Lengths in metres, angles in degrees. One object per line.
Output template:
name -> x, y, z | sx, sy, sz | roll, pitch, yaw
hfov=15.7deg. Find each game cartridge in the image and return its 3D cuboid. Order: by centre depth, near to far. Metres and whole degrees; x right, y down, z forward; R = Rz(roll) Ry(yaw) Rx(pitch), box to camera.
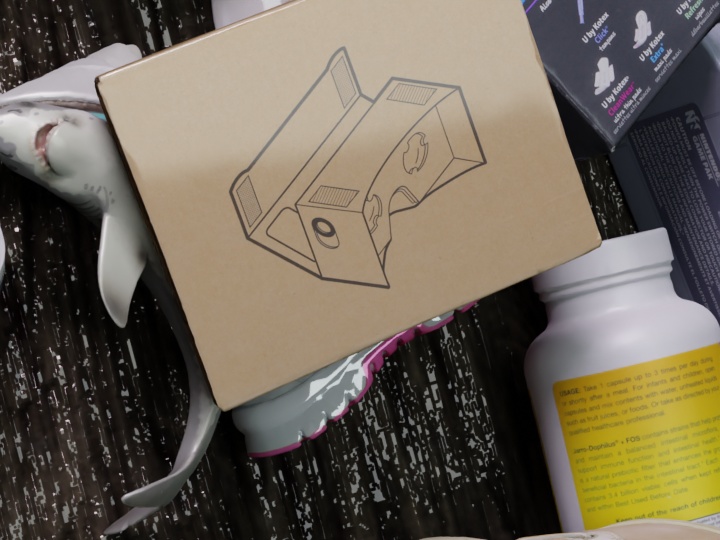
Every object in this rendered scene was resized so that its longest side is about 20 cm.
game cartridge -> 0.197, -0.026, 1.358 | 0.041, 0.133, 0.200 | -24, 94, -26

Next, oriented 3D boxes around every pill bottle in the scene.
pill bottle -> 0.144, 0.083, 1.333 | 0.104, 0.104, 0.201 | -13, 89, -27

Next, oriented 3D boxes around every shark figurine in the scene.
shark figurine -> -0.100, 0.009, 1.235 | 0.128, 0.089, 0.215 | -23, 104, -28

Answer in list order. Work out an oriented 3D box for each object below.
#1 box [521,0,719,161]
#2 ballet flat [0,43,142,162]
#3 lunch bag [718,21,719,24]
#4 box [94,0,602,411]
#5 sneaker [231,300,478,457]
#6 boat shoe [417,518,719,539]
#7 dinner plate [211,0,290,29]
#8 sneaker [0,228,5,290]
box -> 0.061, -0.156, 1.289 | 0.200, 0.122, 0.106 | 46, 68, -15
ballet flat -> -0.094, -0.077, 1.266 | 0.199, 0.069, 0.070 | 6, 81, -22
lunch bag -> 0.202, -0.218, 1.368 | 0.124, 0.170, 0.201 | 11, 80, -29
box -> -0.003, -0.048, 1.199 | 0.200, 0.021, 0.164 | -23, 102, -12
sneaker -> 0.000, 0.000, 1.282 | 0.200, 0.081, 0.088 | -41, 98, -19
boat shoe -> 0.100, 0.159, 1.261 | 0.199, 0.065, 0.072 | -1, 93, 16
dinner plate -> 0.018, -0.140, 1.348 | 0.200, 0.024, 0.201 | 4, 82, -27
sneaker -> -0.216, -0.053, 1.197 | 0.078, 0.079, 0.200 | -9, 62, -18
